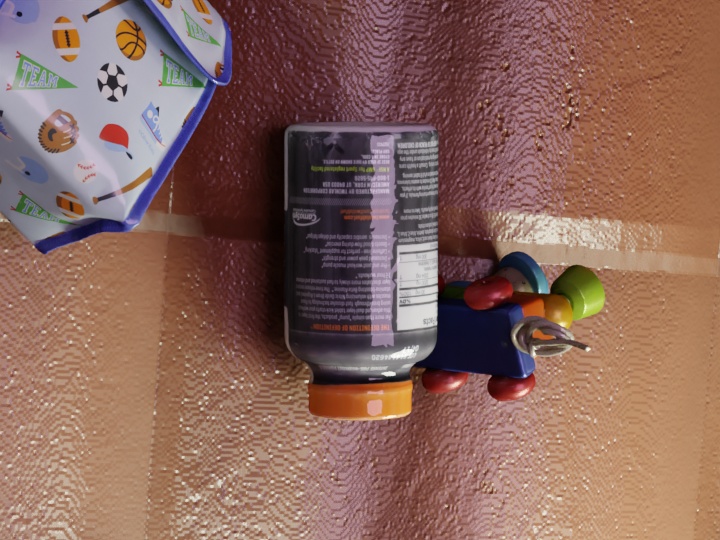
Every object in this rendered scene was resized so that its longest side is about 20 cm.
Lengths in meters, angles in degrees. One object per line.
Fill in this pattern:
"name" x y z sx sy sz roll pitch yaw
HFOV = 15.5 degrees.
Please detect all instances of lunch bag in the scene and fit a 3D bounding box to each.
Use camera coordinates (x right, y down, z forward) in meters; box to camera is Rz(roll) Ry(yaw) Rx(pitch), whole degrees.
"lunch bag" -0.177 -0.143 1.654 0.170 0.124 0.200 49 52 -28

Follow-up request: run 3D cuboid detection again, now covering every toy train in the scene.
"toy train" 0.127 0.032 1.835 0.116 0.200 0.085 -26 109 -36

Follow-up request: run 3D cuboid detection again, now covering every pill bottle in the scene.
"pill bottle" 0.000 0.000 1.796 0.106 0.106 0.200 -3 96 -35
